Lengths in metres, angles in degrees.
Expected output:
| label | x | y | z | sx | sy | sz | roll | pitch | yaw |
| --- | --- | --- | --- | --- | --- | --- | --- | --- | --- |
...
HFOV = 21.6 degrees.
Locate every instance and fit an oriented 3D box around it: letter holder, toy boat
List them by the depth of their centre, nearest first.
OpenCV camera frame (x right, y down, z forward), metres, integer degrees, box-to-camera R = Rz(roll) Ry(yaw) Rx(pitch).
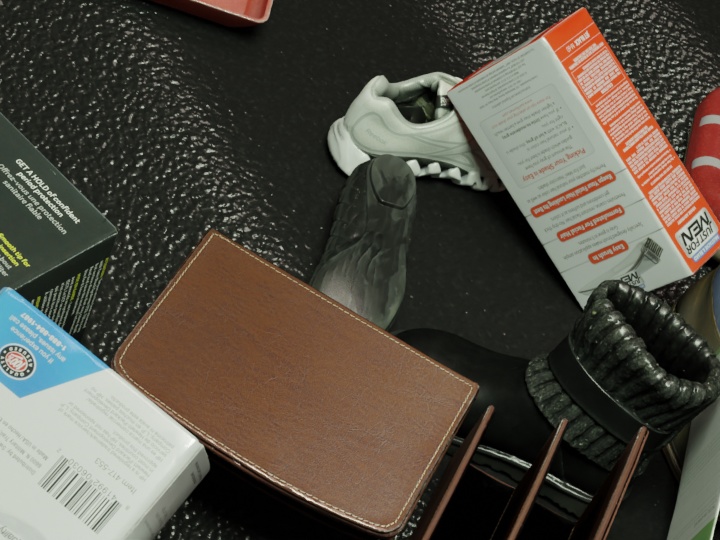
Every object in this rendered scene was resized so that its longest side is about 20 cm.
| label | x | y | z | sx | sy | sz | roll | pitch | yaw |
| --- | --- | --- | --- | --- | --- | --- | --- | --- | --- |
| letter holder | 0.085 | 0.172 | 1.151 | 0.100 | 0.142 | 0.200 | 30 | 47 | 3 |
| letter holder | -0.052 | 0.096 | 1.179 | 0.200 | 0.101 | 0.142 | 30 | 48 | 4 |
| toy boat | 0.331 | -0.088 | 1.485 | 0.130 | 0.131 | 0.200 | 22 | 46 | -3 |

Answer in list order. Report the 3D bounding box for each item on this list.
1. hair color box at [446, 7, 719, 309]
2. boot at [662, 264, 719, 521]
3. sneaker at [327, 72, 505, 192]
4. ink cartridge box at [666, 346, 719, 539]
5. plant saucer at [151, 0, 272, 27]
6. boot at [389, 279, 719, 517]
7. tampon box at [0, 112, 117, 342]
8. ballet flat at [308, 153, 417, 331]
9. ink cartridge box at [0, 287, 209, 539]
| label | x | y | z | sx | sy | sz | roll | pitch | yaw |
| --- | --- | --- | --- | --- | --- | --- | --- | --- | --- |
| hair color box | 0.165 | -0.076 | 1.371 | 0.064 | 0.111 | 0.200 | -37 | 97 | -41 |
| boot | 0.259 | 0.075 | 1.339 | 0.075 | 0.097 | 0.200 | 11 | 48 | -14 |
| sneaker | 0.078 | -0.110 | 1.433 | 0.199 | 0.081 | 0.075 | -2 | 51 | -26 |
| ink cartridge box | 0.237 | 0.134 | 1.206 | 0.048 | 0.146 | 0.200 | 15 | 67 | 0 |
| plant saucer | -0.157 | -0.280 | 1.508 | 0.199 | 0.037 | 0.200 | 18 | 46 | -8 |
| boot | 0.120 | 0.063 | 1.248 | 0.211 | 0.158 | 0.080 | 26 | 46 | 1 |
| tampon box | -0.279 | 0.006 | 1.150 | 0.150 | 0.126 | 0.200 | 44 | 48 | 16 |
| ballet flat | 0.000 | 0.000 | 1.326 | 0.066 | 0.057 | 0.200 | 25 | 48 | -6 |
| ink cartridge box | -0.203 | 0.135 | 1.046 | 0.146 | 0.086 | 0.200 | 38 | 78 | 10 |
